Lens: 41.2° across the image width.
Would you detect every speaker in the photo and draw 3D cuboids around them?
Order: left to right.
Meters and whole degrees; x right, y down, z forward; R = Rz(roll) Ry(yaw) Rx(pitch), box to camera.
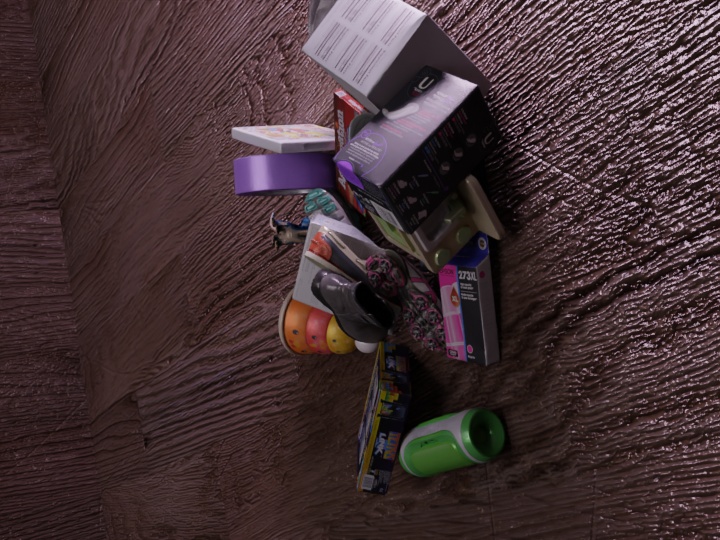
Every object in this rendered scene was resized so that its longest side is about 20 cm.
[{"bbox_3d":[0.141,0.276,1.525,0.199,0.087,0.090,-31,68,54],"label":"speaker"}]

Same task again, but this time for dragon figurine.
[{"bbox_3d":[-0.128,-0.076,1.926,0.200,0.098,0.060,-143,53,-72],"label":"dragon figurine"}]

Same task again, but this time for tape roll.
[{"bbox_3d":[-0.139,-0.179,1.805,0.199,0.198,0.067,-3,91,57],"label":"tape roll"}]

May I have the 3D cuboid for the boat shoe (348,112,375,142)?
[{"bbox_3d":[0.031,-0.166,1.590,0.065,0.074,0.204,-112,-3,-70],"label":"boat shoe"}]

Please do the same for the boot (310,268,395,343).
[{"bbox_3d":[0.012,0.077,1.597,0.131,0.200,0.070,17,73,47],"label":"boot"}]

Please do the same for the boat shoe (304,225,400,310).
[{"bbox_3d":[0.000,0.000,1.636,0.063,0.198,0.071,-59,8,-11],"label":"boat shoe"}]

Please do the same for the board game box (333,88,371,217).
[{"bbox_3d":[-0.013,-0.202,1.666,0.103,0.019,0.202,46,148,43],"label":"board game box"}]

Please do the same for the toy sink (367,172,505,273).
[{"bbox_3d":[0.098,-0.087,1.435,0.199,0.112,0.131,33,164,49],"label":"toy sink"}]

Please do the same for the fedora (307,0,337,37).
[{"bbox_3d":[-0.035,-0.458,1.716,0.200,0.089,0.179,-40,60,51],"label":"fedora"}]

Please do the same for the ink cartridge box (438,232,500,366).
[{"bbox_3d":[0.166,0.042,1.486,0.094,0.037,0.203,7,105,55],"label":"ink cartridge box"}]

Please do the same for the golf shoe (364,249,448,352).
[{"bbox_3d":[0.097,0.043,1.584,0.201,0.092,0.073,52,124,11],"label":"golf shoe"}]

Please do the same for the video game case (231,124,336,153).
[{"bbox_3d":[-0.117,-0.247,1.779,0.199,0.180,0.023,24,116,53],"label":"video game case"}]

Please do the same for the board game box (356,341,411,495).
[{"bbox_3d":[0.039,0.251,1.639,0.166,0.056,0.203,-86,8,-65],"label":"board game box"}]

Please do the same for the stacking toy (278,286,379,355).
[{"bbox_3d":[-0.042,0.106,1.778,0.198,0.145,0.149,14,106,39],"label":"stacking toy"}]

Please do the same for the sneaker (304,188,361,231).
[{"bbox_3d":[-0.020,-0.068,1.754,0.077,0.091,0.202,-27,93,29],"label":"sneaker"}]

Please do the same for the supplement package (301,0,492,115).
[{"bbox_3d":[0.055,-0.310,1.466,0.148,0.191,0.200,-52,45,5],"label":"supplement package"}]

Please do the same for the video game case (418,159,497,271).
[{"bbox_3d":[0.140,-0.114,1.540,0.180,0.025,0.203,-18,78,56],"label":"video game case"}]

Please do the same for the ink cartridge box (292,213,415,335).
[{"bbox_3d":[-0.011,0.008,1.705,0.197,0.047,0.162,20,117,6],"label":"ink cartridge box"}]

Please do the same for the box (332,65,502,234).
[{"bbox_3d":[0.080,-0.170,1.340,0.200,0.106,0.122,-46,43,-9],"label":"box"}]
